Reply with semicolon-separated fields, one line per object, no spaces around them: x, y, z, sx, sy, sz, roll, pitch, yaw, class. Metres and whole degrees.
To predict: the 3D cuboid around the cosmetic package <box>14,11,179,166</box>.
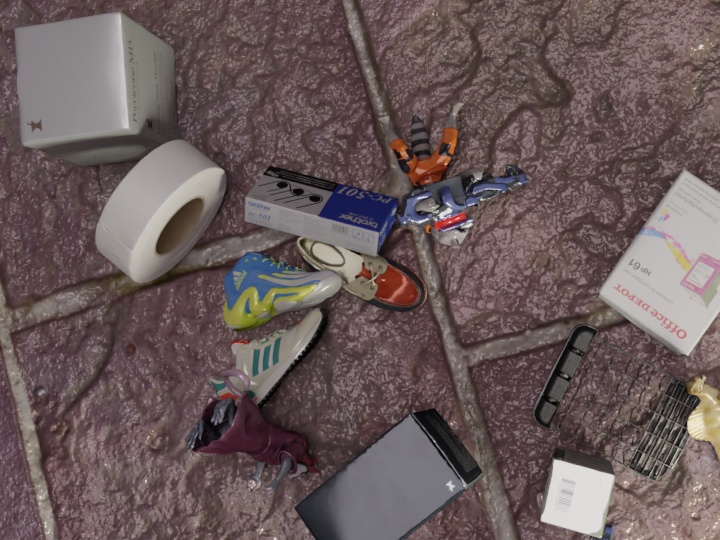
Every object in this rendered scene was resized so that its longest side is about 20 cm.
-0.373;-0.253;1.616;0.164;0.200;0.169;-6;86;11;cosmetic package

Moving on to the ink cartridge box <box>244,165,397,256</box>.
-0.055;-0.086;1.588;0.198;0.094;0.045;15;128;11;ink cartridge box

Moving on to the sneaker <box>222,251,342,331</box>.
-0.122;0.012;1.590;0.198;0.076;0.106;-21;81;26;sneaker

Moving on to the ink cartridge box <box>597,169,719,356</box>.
0.427;-0.007;1.488;0.144;0.085;0.201;35;95;12;ink cartridge box

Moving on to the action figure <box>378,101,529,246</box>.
0.124;-0.131;1.568;0.198;0.105;0.196;-11;91;-15;action figure

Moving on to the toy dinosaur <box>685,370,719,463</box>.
0.476;0.196;1.474;0.100;0.058;0.201;-27;115;-4;toy dinosaur

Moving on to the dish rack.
0.346;0.180;1.509;0.199;0.055;0.155;27;93;11;dish rack

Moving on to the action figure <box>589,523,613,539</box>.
0.281;0.435;1.501;0.191;0.105;0.202;17;65;5;action figure

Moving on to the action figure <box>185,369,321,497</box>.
-0.137;0.233;1.566;0.199;0.133;0.151;22;77;-30;action figure

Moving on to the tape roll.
-0.279;-0.082;1.583;0.071;0.202;0.203;38;94;11;tape roll

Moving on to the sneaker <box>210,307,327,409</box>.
-0.134;0.115;1.604;0.093;0.070;0.200;41;97;6;sneaker

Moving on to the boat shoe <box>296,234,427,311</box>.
0.000;0.000;1.590;0.199;0.063;0.072;28;90;11;boat shoe

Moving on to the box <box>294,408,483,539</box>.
0.044;0.291;1.490;0.200;0.197;0.124;-40;79;6;box

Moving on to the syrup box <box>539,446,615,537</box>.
0.278;0.279;1.439;0.081;0.200;0.080;13;88;11;syrup box
